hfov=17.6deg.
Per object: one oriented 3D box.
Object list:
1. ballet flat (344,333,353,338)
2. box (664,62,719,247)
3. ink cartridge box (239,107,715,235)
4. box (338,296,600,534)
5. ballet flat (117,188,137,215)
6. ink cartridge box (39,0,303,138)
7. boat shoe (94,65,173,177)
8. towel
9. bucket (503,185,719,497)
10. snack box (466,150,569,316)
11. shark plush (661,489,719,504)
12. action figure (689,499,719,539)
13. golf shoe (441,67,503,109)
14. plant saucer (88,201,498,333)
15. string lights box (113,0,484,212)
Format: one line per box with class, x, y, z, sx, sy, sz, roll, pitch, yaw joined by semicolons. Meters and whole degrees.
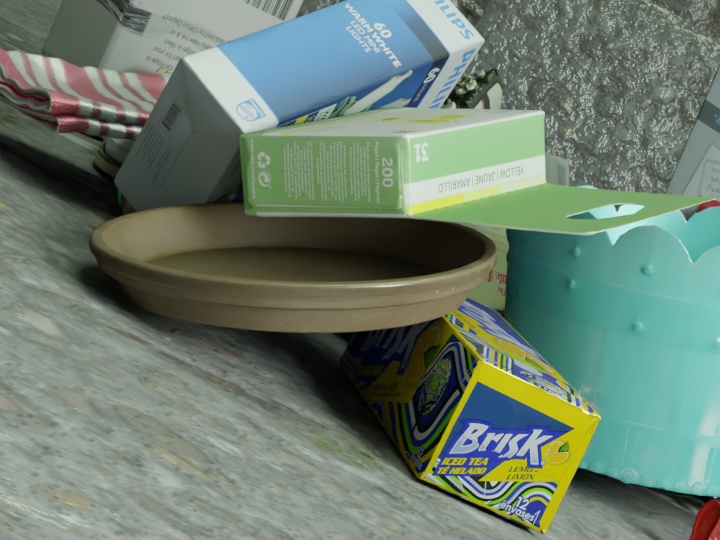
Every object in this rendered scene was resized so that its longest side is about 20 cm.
ballet flat;0.000;0.000;1.395;0.066;0.057;0.200;25;7;-22
box;0.251;-0.021;1.361;0.156;0.201;0.041;36;33;26
ink cartridge box;0.059;-0.053;1.176;0.199;0.048;0.145;2;10;33
box;0.049;0.057;1.143;0.070;0.065;0.200;25;7;-16
ballet flat;-0.067;-0.035;1.369;0.072;0.068;0.200;35;12;19
ink cartridge box;-0.129;-0.184;1.661;0.145;0.201;0.084;21;7;-44
boat shoe;-0.128;-0.090;1.512;0.074;0.069;0.200;25;8;-18
towel;-0.119;-0.101;1.385;0.199;0.030;0.146;4;13;-30
bucket;0.170;0.036;1.276;0.205;0.136;0.207;10;8;-2
snack box;0.084;-0.027;1.500;0.037;0.117;0.200;-4;-8;26
shark plush;0.240;0.144;1.396;0.199;0.092;0.083;-3;3;-34
action figure;0.247;0.157;1.248;0.065;0.052;0.200;26;3;37
golf shoe;0.054;-0.063;1.568;0.088;0.077;0.200;57;38;-19
plant saucer;-0.032;-0.003;1.132;0.198;0.030;0.200;2;11;0
string lights box;-0.032;-0.090;1.287;0.199;0.103;0.059;-26;68;-43
